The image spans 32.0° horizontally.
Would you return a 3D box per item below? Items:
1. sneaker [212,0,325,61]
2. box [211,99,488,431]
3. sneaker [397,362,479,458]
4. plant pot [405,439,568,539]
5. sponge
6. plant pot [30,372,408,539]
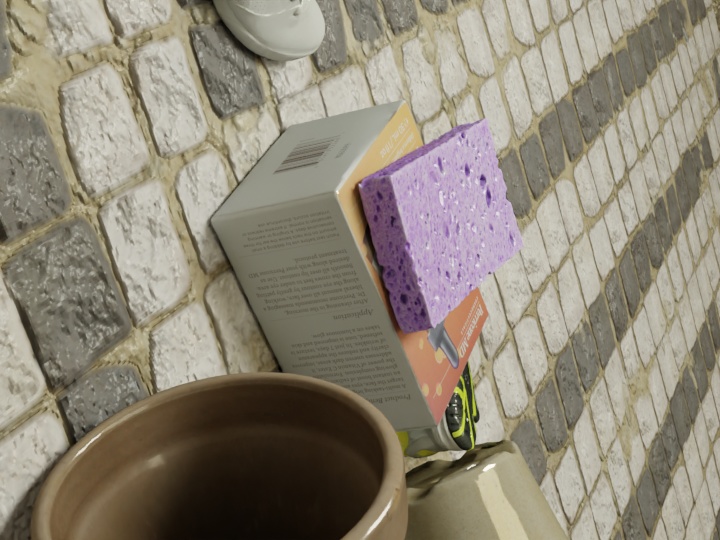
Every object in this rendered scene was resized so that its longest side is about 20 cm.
[{"bbox_3d":[-0.066,-0.221,0.908,0.200,0.088,0.075,38,48,-52],"label":"sneaker"},{"bbox_3d":[0.000,0.000,0.942,0.200,0.106,0.152,66,31,-25],"label":"box"},{"bbox_3d":[0.058,0.107,1.062,0.200,0.076,0.075,-23,100,-80],"label":"sneaker"},{"bbox_3d":[0.092,0.240,0.978,0.200,0.200,0.184,-18,86,-62],"label":"plant pot"},{"bbox_3d":[0.064,-0.039,0.928,0.200,0.030,0.112,-36,112,-60],"label":"sponge"},{"bbox_3d":[-0.064,0.182,0.699,0.200,0.200,0.175,-53,141,-54],"label":"plant pot"}]
